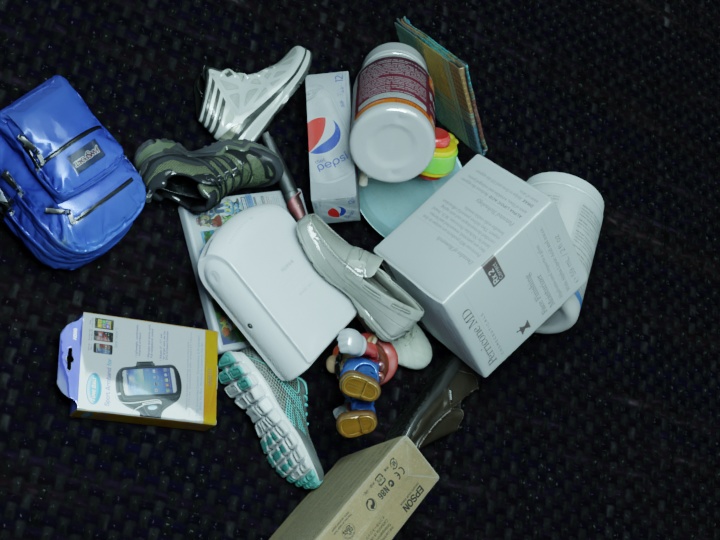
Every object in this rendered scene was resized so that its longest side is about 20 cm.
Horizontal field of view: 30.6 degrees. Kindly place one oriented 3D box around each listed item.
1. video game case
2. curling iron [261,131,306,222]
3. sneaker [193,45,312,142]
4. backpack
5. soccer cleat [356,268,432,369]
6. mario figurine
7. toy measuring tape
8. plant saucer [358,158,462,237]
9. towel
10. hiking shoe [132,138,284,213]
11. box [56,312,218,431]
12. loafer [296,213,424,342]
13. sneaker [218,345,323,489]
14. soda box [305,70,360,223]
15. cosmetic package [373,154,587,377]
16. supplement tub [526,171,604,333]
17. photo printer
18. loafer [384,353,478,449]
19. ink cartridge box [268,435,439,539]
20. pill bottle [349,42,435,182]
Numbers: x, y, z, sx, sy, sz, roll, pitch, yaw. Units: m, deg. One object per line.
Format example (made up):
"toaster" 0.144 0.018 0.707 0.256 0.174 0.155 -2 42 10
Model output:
"video game case" -0.132 -0.002 1.716 0.180 0.022 0.203 -8 77 -33
"curling iron" -0.084 -0.095 1.739 0.025 0.050 0.202 -17 74 -27
"sneaker" -0.150 -0.258 1.770 0.115 0.075 0.202 41 59 -12
"backpack" -0.354 -0.107 1.542 0.162 0.167 0.201 -40 97 -28
"soccer cleat" 0.033 0.055 1.745 0.200 0.077 0.070 46 46 -16
"mario figurine" -0.016 0.136 1.656 0.106 0.124 0.200 40 13 -8
"toy measuring tape" 0.079 -0.148 1.806 0.199 0.073 0.074 -31 89 -46
"plant saucer" 0.062 -0.118 1.864 0.198 0.039 0.204 11 66 -26
"towel" 0.114 -0.259 1.837 0.021 0.200 0.148 -27 127 -11
"hiking shoe" -0.189 -0.110 1.680 0.197 0.076 0.102 -2 51 -21
"box" -0.269 0.122 1.579 0.197 0.041 0.121 10 67 -25
"loafer" 0.000 0.000 1.663 0.200 0.070 0.070 46 25 -11
"sneaker" -0.092 0.174 1.643 0.091 0.077 0.202 -30 89 -39
"soda box" -0.038 -0.167 1.781 0.062 0.069 0.203 -5 64 3
"cosmetic package" 0.159 -0.008 1.731 0.200 0.165 0.166 -43 132 -10
"supplement tub" 0.271 -0.024 1.894 0.131 0.132 0.202 31 59 -16
"photo printer" -0.105 0.017 1.650 0.201 0.069 0.166 51 38 -4
"loafer" 0.103 0.192 1.746 0.071 0.073 0.200 44 56 -6
"ink cartridge box" -0.020 0.301 1.577 0.075 0.164 0.200 49 56 -7
"pill bottle" 0.044 -0.216 1.754 0.113 0.114 0.201 29 32 -17
